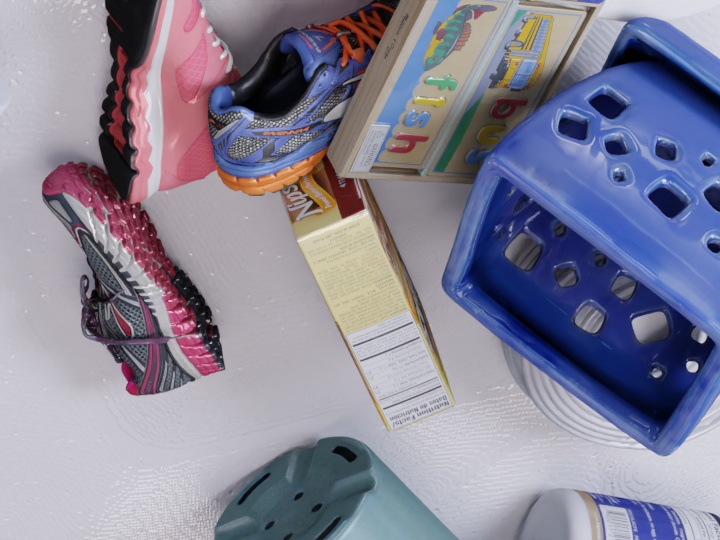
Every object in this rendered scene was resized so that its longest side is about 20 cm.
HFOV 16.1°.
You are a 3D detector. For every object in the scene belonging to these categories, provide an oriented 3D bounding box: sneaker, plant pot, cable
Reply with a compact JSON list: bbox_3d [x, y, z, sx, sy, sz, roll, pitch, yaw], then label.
[{"bbox_3d":[-0.117,-0.139,1.645,0.086,0.074,0.201,-10,130,-26],"label":"sneaker"},{"bbox_3d":[0.000,0.240,1.860,0.200,0.201,0.196,-32,118,11],"label":"plant pot"},{"bbox_3d":[0.200,0.040,1.828,0.199,0.069,0.201,-11,126,-5],"label":"cable"},{"bbox_3d":[-0.015,-0.129,1.631,0.200,0.075,0.079,-39,144,-8],"label":"sneaker"},{"bbox_3d":[-0.163,0.013,1.723,0.074,0.081,0.200,-24,127,8],"label":"sneaker"},{"bbox_3d":[0.190,-0.031,1.655,0.200,0.180,0.200,36,155,9],"label":"plant pot"}]

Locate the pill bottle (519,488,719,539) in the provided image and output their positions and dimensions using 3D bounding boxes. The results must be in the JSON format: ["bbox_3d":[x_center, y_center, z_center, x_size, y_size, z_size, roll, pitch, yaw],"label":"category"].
[{"bbox_3d":[0.227,0.237,1.944,0.199,0.116,0.116,12,122,-19],"label":"pill bottle"}]

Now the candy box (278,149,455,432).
[{"bbox_3d":[0.000,0.000,1.714,0.055,0.116,0.200,-22,134,4],"label":"candy box"}]

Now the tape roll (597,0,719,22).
[{"bbox_3d":[0.186,-0.257,1.602,0.201,0.071,0.203,-4,131,-5],"label":"tape roll"}]

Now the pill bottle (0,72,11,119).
[{"bbox_3d":[-0.304,-0.051,1.626,0.112,0.112,0.200,21,118,-24],"label":"pill bottle"}]

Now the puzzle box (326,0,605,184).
[{"bbox_3d":[0.074,-0.137,1.602,0.132,0.025,0.201,1,133,-32],"label":"puzzle box"}]
